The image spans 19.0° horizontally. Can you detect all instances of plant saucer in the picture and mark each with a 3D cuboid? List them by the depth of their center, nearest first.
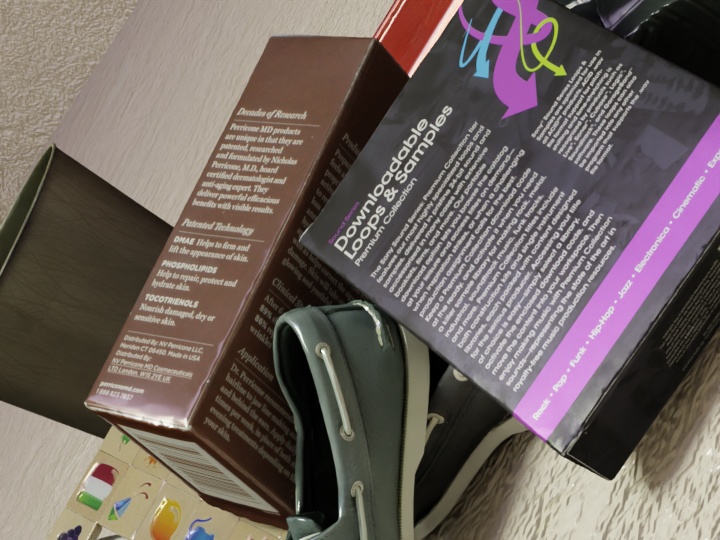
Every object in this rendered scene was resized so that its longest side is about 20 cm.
[{"bbox_3d":[0.044,-0.149,1.378,0.201,0.037,0.200,-57,14,15],"label":"plant saucer"}]

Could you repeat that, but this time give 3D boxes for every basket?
[{"bbox_3d":[-0.133,0.040,1.298,0.136,0.199,0.181,-53,15,34],"label":"basket"}]

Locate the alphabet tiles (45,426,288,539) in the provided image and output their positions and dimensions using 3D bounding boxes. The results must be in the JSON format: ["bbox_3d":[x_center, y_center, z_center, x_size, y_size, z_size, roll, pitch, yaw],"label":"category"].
[{"bbox_3d":[-0.082,0.124,1.015,0.200,0.008,0.168,17,73,52],"label":"alphabet tiles"}]

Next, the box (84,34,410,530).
[{"bbox_3d":[-0.032,0.002,0.970,0.075,0.100,0.201,9,64,41],"label":"box"}]

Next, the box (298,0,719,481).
[{"bbox_3d":[0.072,-0.026,0.839,0.143,0.036,0.200,-55,41,3],"label":"box"}]

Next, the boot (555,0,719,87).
[{"bbox_3d":[0.096,-0.100,0.976,0.198,0.073,0.163,-41,25,23],"label":"boot"}]

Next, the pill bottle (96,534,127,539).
[{"bbox_3d":[-0.113,0.210,1.077,0.111,0.110,0.201,-33,30,63],"label":"pill bottle"}]

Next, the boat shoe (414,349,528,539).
[{"bbox_3d":[0.036,0.058,0.940,0.200,0.060,0.074,-46,21,48],"label":"boat shoe"}]

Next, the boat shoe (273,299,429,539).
[{"bbox_3d":[-0.014,0.112,0.894,0.073,0.061,0.202,-6,78,58],"label":"boat shoe"}]
